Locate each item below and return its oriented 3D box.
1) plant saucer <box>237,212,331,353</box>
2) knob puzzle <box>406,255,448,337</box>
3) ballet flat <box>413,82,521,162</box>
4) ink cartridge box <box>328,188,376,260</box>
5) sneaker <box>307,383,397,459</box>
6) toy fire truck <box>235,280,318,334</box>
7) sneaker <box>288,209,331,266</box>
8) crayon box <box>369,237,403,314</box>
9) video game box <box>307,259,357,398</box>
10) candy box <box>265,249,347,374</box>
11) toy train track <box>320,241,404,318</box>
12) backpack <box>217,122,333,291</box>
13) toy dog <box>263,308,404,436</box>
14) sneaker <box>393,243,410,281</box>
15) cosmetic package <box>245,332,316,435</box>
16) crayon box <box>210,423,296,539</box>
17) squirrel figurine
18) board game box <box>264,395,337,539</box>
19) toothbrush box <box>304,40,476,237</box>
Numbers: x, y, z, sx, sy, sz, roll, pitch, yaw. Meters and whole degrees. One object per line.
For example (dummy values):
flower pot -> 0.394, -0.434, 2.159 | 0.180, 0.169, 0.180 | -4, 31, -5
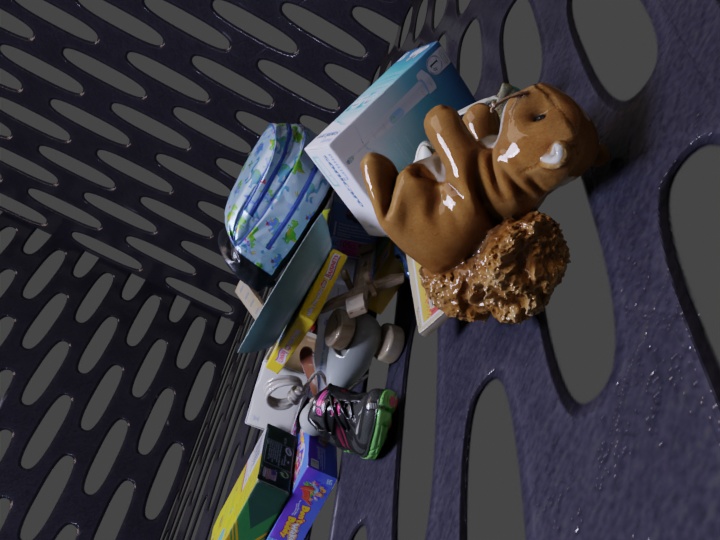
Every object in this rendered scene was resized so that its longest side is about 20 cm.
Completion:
plant saucer -> -0.086, 0.023, 0.897 | 0.202, 0.036, 0.200 | -59, 4, 7
knob puzzle -> 0.115, -0.053, 0.760 | 0.220, 0.030, 0.221 | -44, 26, 28
ballet flat -> 0.103, -0.132, 0.801 | 0.199, 0.071, 0.071 | -38, 21, 22
ink cartridge box -> 0.001, -0.135, 1.051 | 0.137, 0.075, 0.203 | -82, 1, -57
sneaker -> -0.017, 0.174, 0.842 | 0.200, 0.083, 0.078 | -43, 24, 63
toy fire truck -> -0.120, 0.055, 1.290 | 0.178, 0.198, 0.129 | -62, 12, 8
sneaker -> -0.088, -0.033, 1.092 | 0.200, 0.079, 0.075 | -74, -22, -68
crayon box -> 0.043, -0.027, 1.090 | 0.127, 0.051, 0.201 | -58, 12, 34
video game box -> -0.038, 0.069, 1.101 | 0.201, 0.046, 0.186 | -80, -3, -69
candy box -> -0.074, 0.059, 0.939 | 0.103, 0.026, 0.200 | -67, 7, -31
toy train track -> 0.000, 0.000, 0.928 | 0.113, 0.033, 0.201 | -22, 19, 13
backpack -> -0.111, -0.099, 0.977 | 0.199, 0.154, 0.164 | -41, 19, 8
toy dog -> -0.029, 0.117, 0.951 | 0.199, 0.132, 0.097 | -39, 29, 18
sneaker -> 0.068, -0.042, 0.968 | 0.079, 0.065, 0.201 | -60, 12, 15
cosmetic package -> -0.115, 0.164, 1.116 | 0.200, 0.070, 0.107 | -78, 6, -78
crayon box -> -0.155, 0.332, 0.995 | 0.202, 0.050, 0.127 | -61, 11, 19
squirrel figurine -> 0.124, -0.055, 0.618 | 0.185, 0.140, 0.204 | -22, 77, 36
board game box -> -0.082, 0.280, 1.018 | 0.136, 0.044, 0.200 | -62, 11, 15
toothbrush box -> 0.053, -0.162, 0.907 | 0.200, 0.147, 0.085 | -47, 22, -16
